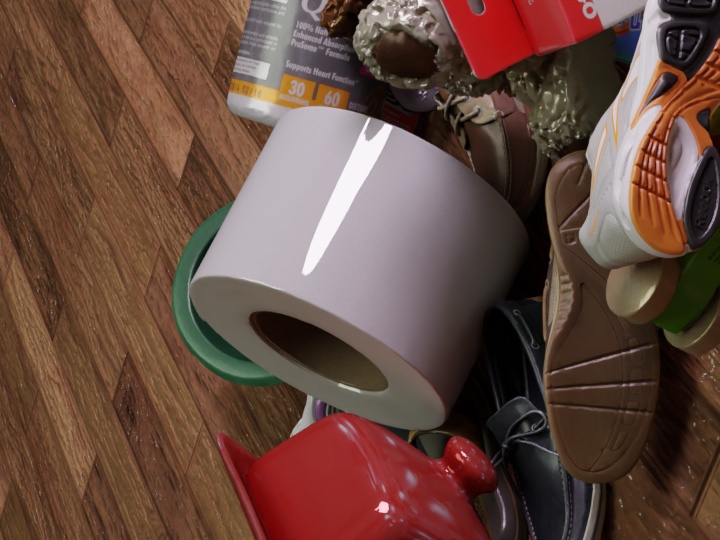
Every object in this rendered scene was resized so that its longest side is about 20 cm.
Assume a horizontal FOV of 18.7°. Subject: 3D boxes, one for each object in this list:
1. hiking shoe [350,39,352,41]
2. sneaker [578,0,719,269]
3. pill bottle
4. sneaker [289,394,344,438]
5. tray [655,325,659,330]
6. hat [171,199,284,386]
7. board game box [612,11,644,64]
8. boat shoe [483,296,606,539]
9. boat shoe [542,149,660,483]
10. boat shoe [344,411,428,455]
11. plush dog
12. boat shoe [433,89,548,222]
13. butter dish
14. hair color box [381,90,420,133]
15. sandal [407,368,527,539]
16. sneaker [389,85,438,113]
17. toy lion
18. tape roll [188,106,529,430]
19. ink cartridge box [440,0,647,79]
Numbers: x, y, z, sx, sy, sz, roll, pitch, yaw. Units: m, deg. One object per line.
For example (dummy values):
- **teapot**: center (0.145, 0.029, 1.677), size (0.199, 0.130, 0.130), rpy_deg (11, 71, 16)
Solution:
- **hiking shoe**: center (0.071, -0.223, 1.540), size (0.101, 0.198, 0.076), rpy_deg (-104, -11, -48)
- **sneaker**: center (0.163, -0.092, 1.216), size (0.092, 0.075, 0.201), rpy_deg (-29, 37, 59)
- **pill bottle**: center (-0.021, -0.199, 1.605), size (0.116, 0.115, 0.202), rpy_deg (25, 102, 65)
- **sneaker**: center (-0.027, 0.122, 1.715), size (0.100, 0.074, 0.202), rpy_deg (38, 115, 62)
- **tray**: center (0.185, -0.013, 1.363), size (0.201, 0.022, 0.108), rpy_deg (-57, 34, 41)
- **hat**: center (-0.059, 0.037, 1.876), size (0.200, 0.176, 0.166), rpy_deg (40, 87, 30)
- **board game box**: center (0.187, -0.233, 1.409), size (0.152, 0.045, 0.202), rpy_deg (30, 109, 64)
- **boat shoe**: center (0.115, 0.107, 1.426), size (0.075, 0.062, 0.202), rpy_deg (-42, 46, 51)
- **boat shoe**: center (0.144, 0.030, 1.348), size (0.072, 0.071, 0.202), rpy_deg (54, -149, -82)
- **boat shoe**: center (0.019, 0.159, 1.620), size (0.066, 0.069, 0.202), rpy_deg (-48, 47, 47)
- **plush dog**: center (0.075, -0.166, 1.390), size (0.171, 0.199, 0.162), rpy_deg (0, 71, 61)
- **boat shoe**: center (0.086, -0.121, 1.559), size (0.076, 0.071, 0.202), rpy_deg (-48, 40, 50)
- **butter dish**: center (0.026, 0.168, 1.418), size (0.148, 0.200, 0.200), rpy_deg (-42, 32, 8)
- **hair color box**: center (-0.024, -0.061, 1.734), size (0.111, 0.064, 0.202), rpy_deg (-14, 53, 64)
- **sandal**: center (0.062, 0.136, 1.538), size (0.082, 0.054, 0.201), rpy_deg (-60, 31, 37)
- **sneaker**: center (0.038, -0.211, 1.714), size (0.112, 0.077, 0.202), rpy_deg (132, 138, -73)
- **toy lion**: center (0.213, -0.082, 1.253), size (0.200, 0.068, 0.193), rpy_deg (-46, 34, 31)
- **tape roll**: center (0.000, 0.000, 1.506), size (0.140, 0.202, 0.202), rpy_deg (-62, 19, -18)
- **ink cartridge box**: center (0.138, -0.204, 1.272), size (0.117, 0.199, 0.067), rpy_deg (64, 164, -7)
